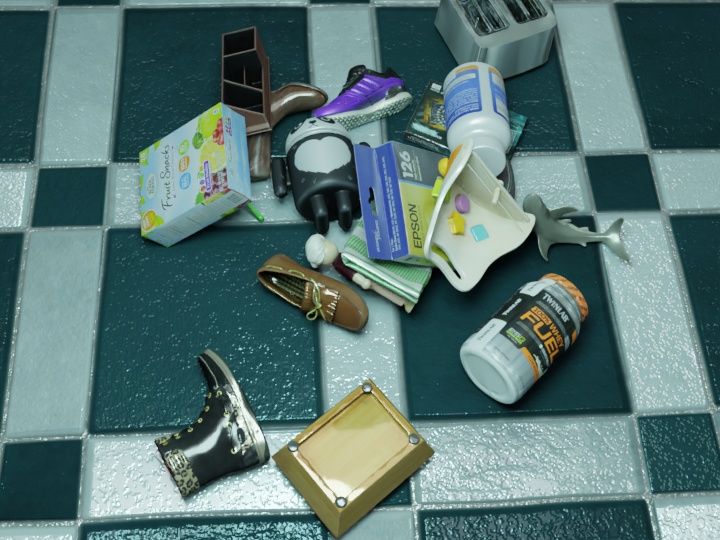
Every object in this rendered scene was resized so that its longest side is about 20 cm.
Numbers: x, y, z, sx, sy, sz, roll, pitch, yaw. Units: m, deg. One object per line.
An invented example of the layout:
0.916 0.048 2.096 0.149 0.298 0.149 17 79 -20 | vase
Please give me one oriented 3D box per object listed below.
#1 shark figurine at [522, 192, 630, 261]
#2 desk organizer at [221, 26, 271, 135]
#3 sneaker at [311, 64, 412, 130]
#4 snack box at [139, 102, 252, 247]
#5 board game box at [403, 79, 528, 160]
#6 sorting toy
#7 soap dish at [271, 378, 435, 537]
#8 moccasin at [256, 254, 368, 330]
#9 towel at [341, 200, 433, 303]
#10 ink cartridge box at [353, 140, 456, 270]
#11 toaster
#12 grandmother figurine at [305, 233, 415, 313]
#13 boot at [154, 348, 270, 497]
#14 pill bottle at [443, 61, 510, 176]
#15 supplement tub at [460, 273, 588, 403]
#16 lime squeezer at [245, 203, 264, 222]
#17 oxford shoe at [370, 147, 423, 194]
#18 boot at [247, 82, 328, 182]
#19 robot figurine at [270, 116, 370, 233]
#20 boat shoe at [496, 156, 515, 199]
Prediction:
0.344 -0.056 1.670 0.212 0.128 0.091 19 67 -19 | shark figurine
-0.204 -0.336 1.733 0.071 0.077 0.202 -12 50 6 | desk organizer
-0.010 -0.320 1.784 0.198 0.070 0.101 -20 80 -23 | sneaker
-0.279 -0.157 1.632 0.198 0.067 0.171 -26 58 29 | snack box
0.194 -0.261 1.796 0.198 0.028 0.136 23 63 9 | board game box
0.163 -0.071 1.548 0.106 0.200 0.182 -3 53 45 | sorting toy
-0.010 0.270 1.462 0.199 0.082 0.157 -36 69 -19 | soap dish
-0.077 0.039 1.580 0.200 0.074 0.078 33 33 14 | moccasin
0.057 -0.037 1.612 0.151 0.024 0.201 27 36 2 | towel
0.087 -0.107 1.586 0.198 0.047 0.200 9 66 -41 | ink cartridge box
0.257 -0.455 1.857 0.179 0.119 0.202 -19 64 -12 | toaster
0.000 0.000 1.598 0.198 0.121 0.061 27 89 -6 | grandmother figurine
-0.241 0.231 1.480 0.149 0.073 0.201 -26 71 -16 | boot
0.202 -0.256 1.699 0.110 0.113 0.202 2 52 -2 | pill bottle
0.262 0.103 1.546 0.122 0.123 0.200 41 67 18 | supplement tub
-0.243 -0.161 1.693 0.199 0.071 0.038 35 82 16 | lime squeezer
0.115 -0.175 1.714 0.197 0.085 0.073 -7 59 -9 | oxford shoe
-0.155 -0.238 1.745 0.184 0.065 0.202 -2 57 11 | boot
-0.062 -0.167 1.675 0.149 0.125 0.202 12 54 -38 | robot figurine
0.234 -0.120 1.688 0.072 0.063 0.203 11 70 0 | boat shoe
